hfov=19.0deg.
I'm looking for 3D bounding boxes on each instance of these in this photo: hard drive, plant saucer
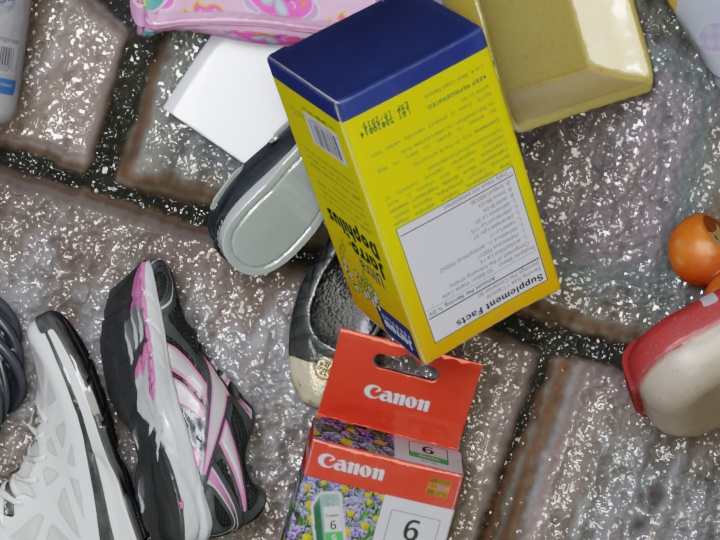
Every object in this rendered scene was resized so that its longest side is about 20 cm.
[{"bbox_3d":[-0.027,-0.158,1.494,0.132,0.025,0.200,34,90,-4],"label":"hard drive"},{"bbox_3d":[0.109,-0.198,1.443,0.048,0.200,0.201,-14,93,37],"label":"plant saucer"}]

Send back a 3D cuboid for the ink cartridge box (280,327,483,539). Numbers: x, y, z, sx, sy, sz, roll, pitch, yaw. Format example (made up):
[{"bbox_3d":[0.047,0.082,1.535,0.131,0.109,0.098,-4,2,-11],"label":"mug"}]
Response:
[{"bbox_3d":[0.011,0.150,1.476,0.108,0.050,0.201,14,107,-4],"label":"ink cartridge box"}]

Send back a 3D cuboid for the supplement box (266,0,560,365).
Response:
[{"bbox_3d":[0.035,-0.062,1.387,0.109,0.109,0.201,-28,121,-15],"label":"supplement box"}]

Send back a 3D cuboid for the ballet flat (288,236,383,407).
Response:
[{"bbox_3d":[0.000,0.000,1.486,0.066,0.057,0.201,22,93,-7],"label":"ballet flat"}]

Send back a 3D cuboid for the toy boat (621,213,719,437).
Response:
[{"bbox_3d":[0.259,0.016,1.484,0.199,0.131,0.131,-28,65,-1],"label":"toy boat"}]

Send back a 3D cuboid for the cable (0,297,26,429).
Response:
[{"bbox_3d":[-0.328,0.083,1.483,0.163,0.051,0.200,38,86,-9],"label":"cable"}]

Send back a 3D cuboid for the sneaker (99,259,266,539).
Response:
[{"bbox_3d":[-0.119,0.091,1.486,0.086,0.080,0.201,-8,85,-34],"label":"sneaker"}]

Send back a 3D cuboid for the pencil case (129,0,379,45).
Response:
[{"bbox_3d":[-0.053,-0.189,1.436,0.199,0.087,0.088,5,92,-3],"label":"pencil case"}]

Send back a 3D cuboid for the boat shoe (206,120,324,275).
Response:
[{"bbox_3d":[-0.024,-0.082,1.453,0.200,0.060,0.076,-37,121,-4],"label":"boat shoe"}]

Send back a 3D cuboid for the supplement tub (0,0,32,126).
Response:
[{"bbox_3d":[-0.280,-0.202,1.427,0.131,0.132,0.201,8,91,-3],"label":"supplement tub"}]

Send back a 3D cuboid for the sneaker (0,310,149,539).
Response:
[{"bbox_3d":[-0.221,0.135,1.467,0.115,0.076,0.201,-16,101,-3],"label":"sneaker"}]

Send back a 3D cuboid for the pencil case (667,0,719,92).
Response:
[{"bbox_3d":[0.243,-0.218,1.476,0.090,0.083,0.201,-31,93,12],"label":"pencil case"}]
